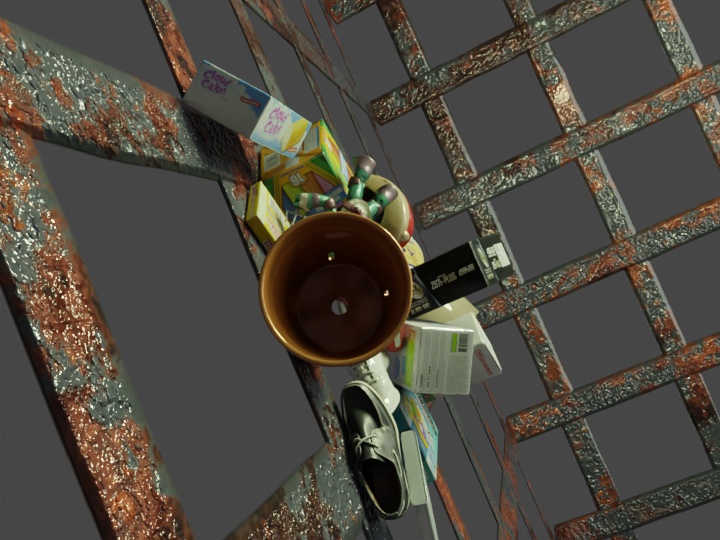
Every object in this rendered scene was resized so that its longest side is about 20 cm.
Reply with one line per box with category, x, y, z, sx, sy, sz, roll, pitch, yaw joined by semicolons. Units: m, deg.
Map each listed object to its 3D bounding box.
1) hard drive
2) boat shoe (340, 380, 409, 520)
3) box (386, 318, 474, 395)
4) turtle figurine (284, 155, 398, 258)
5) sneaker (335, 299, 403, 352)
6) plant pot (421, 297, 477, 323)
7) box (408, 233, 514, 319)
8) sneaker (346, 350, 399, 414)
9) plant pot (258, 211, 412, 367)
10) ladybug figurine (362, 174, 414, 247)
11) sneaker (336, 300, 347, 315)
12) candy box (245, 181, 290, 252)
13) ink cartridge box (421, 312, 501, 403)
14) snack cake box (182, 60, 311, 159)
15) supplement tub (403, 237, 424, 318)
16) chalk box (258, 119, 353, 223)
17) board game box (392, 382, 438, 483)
hard drive;0.097;0.367;1.158;0.132;0.026;0.201;-98;175;-52
boat shoe;0.020;0.252;1.051;0.068;0.071;0.202;41;29;-73
box;0.109;0.146;1.307;0.200;0.100;0.114;-172;-93;-72
turtle figurine;-0.023;-0.076;1.141;0.201;0.100;0.150;-54;135;-27
sneaker;-0.005;0.054;1.251;0.078;0.114;0.202;167;-96;-83
plant pot;0.143;0.075;1.750;0.201;0.187;0.187;51;12;0
box;0.177;0.008;1.376;0.200;0.163;0.087;-15;80;-64
sneaker;0.004;0.168;1.187;0.100;0.075;0.200;48;12;-27
plant pot;-0.031;0.038;1.007;0.140;0.198;0.202;85;-16;-75
ladybug figurine;0.032;-0.094;1.326;0.072;0.137;0.200;20;16;-41
sneaker;0.000;0.000;1.354;0.202;0.111;0.078;70;12;19
candy box;-0.112;-0.031;1.132;0.201;0.026;0.103;58;17;-32
ink cartridge box;0.178;0.189;1.561;0.145;0.198;0.085;53;18;-48
snack cake box;-0.159;-0.230;1.085;0.114;0.068;0.200;31;7;10
supplement tub;0.067;0.008;1.557;0.146;0.144;0.201;59;13;-28
chalk box;-0.071;-0.126;1.260;0.201;0.123;0.125;57;15;-35
board game box;0.092;0.283;1.372;0.152;0.047;0.200;64;12;-9
